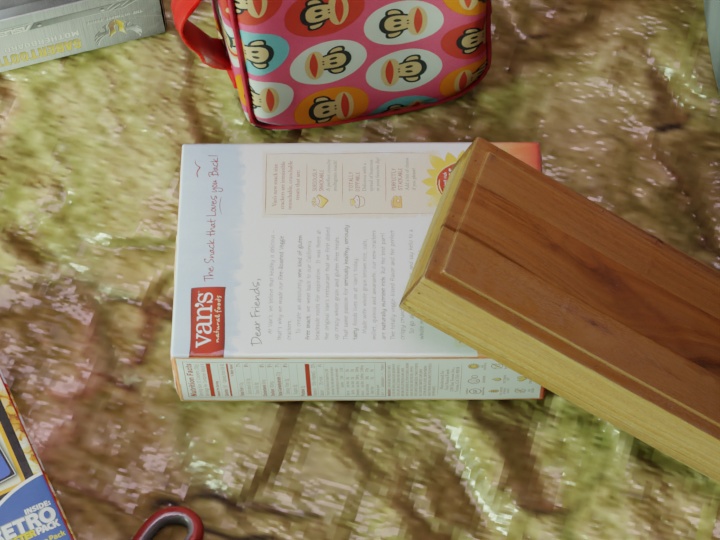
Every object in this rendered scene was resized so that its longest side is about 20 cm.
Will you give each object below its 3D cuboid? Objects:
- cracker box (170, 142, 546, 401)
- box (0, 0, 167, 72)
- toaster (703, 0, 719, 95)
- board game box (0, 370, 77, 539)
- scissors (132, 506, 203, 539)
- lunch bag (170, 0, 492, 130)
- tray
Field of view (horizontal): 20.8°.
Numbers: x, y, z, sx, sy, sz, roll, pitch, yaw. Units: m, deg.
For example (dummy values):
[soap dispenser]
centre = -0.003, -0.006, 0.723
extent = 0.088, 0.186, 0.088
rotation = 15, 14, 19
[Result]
[cracker box]
centre = 0.000, 0.000, 1.062
extent = 0.199, 0.058, 0.134
rotation = 0, 60, 0
[box]
centre = -0.232, -0.195, 1.194
extent = 0.199, 0.048, 0.159
rotation = -15, 60, -7
[toaster]
centre = 0.286, -0.146, 1.106
extent = 0.199, 0.119, 0.182
rotation = -6, 58, -2
[board game box]
centre = -0.238, 0.116, 1.006
extent = 0.151, 0.046, 0.200
rotation = -23, 61, -11
[scissors]
centre = -0.112, 0.209, 0.967
extent = 0.073, 0.014, 0.201
rotation = 20, 62, 11
[lunch bag]
centre = -0.016, -0.154, 1.075
extent = 0.175, 0.200, 0.082
rotation = -13, 64, -7
[tray]
centre = 0.126, 0.021, 1.009
extent = 0.199, 0.037, 0.099
rotation = 29, 54, -9
